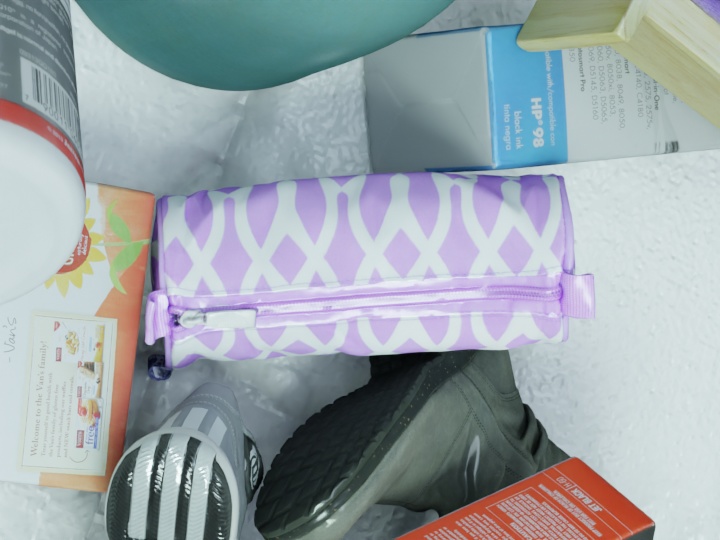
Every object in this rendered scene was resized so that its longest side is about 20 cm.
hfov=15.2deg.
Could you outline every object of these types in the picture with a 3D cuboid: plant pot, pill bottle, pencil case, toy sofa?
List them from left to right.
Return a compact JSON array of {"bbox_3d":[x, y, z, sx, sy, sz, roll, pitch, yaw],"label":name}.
[{"bbox_3d":[-0.173,-0.091,1.084,0.116,0.116,0.200,15,46,-28],"label":"pill bottle"},{"bbox_3d":[-0.021,-0.183,1.186,0.200,0.161,0.201,0,91,-30],"label":"plant pot"},{"bbox_3d":[0.000,0.000,1.200,0.200,0.086,0.084,-6,105,0],"label":"pencil case"},{"bbox_3d":[0.178,-0.093,1.210,0.200,0.083,0.098,35,76,-26],"label":"toy sofa"}]

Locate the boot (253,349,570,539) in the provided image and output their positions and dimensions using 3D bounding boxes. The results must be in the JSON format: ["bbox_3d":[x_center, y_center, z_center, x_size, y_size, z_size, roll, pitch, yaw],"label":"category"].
[{"bbox_3d":[0.039,0.103,1.243,0.131,0.068,0.200,59,39,-15],"label":"boot"}]

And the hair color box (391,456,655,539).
[{"bbox_3d":[0.033,0.168,1.187,0.200,0.061,0.102,-22,131,-28],"label":"hair color box"}]

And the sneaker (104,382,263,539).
[{"bbox_3d":[-0.078,0.140,1.209,0.075,0.116,0.200,16,117,4],"label":"sneaker"}]

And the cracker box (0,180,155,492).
[{"bbox_3d":[-0.194,0.017,1.150,0.200,0.058,0.134,10,85,-30],"label":"cracker box"}]

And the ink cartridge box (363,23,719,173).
[{"bbox_3d":[0.116,-0.086,1.289,0.200,0.116,0.067,-6,93,-29],"label":"ink cartridge box"}]
